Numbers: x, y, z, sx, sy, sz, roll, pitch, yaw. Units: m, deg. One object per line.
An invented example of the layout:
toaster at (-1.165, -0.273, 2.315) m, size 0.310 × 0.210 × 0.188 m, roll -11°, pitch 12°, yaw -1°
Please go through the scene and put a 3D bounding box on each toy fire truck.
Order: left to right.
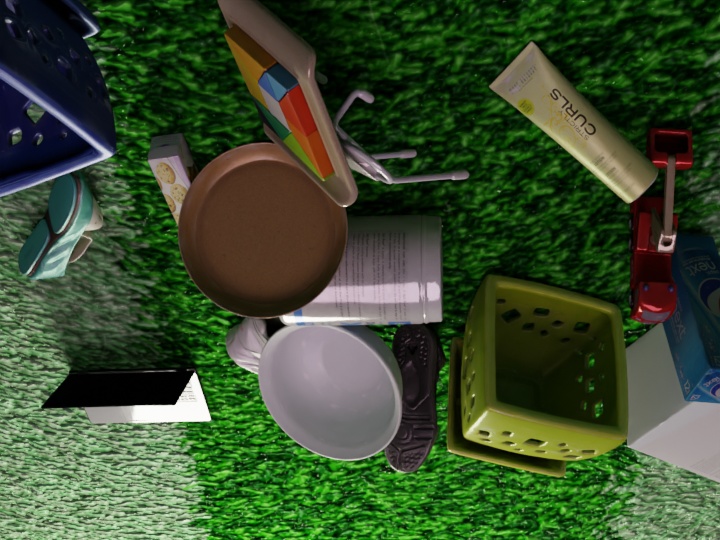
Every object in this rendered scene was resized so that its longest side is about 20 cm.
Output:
toy fire truck at (0.341, -0.048, 1.502) m, size 0.048 × 0.203 × 0.141 m, roll 2°, pitch 169°, yaw 2°

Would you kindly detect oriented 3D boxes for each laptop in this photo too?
laptop at (-0.323, 0.200, 1.854) m, size 0.185 × 0.117 × 0.201 m, roll -1°, pitch 140°, yaw 6°

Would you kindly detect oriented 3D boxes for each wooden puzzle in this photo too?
wooden puzzle at (-0.081, -0.178, 1.356) m, size 0.037 × 0.185 × 0.201 m, roll -32°, pitch 138°, yaw -15°

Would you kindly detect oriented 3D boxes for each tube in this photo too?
tube at (0.233, -0.155, 1.425) m, size 0.200 × 0.052 × 0.058 m, roll 42°, pitch 90°, yaw -6°

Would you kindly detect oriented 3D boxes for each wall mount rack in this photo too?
wall mount rack at (0.014, -0.137, 1.423) m, size 0.173 × 0.200 × 0.075 m, roll 39°, pitch 87°, yaw -32°

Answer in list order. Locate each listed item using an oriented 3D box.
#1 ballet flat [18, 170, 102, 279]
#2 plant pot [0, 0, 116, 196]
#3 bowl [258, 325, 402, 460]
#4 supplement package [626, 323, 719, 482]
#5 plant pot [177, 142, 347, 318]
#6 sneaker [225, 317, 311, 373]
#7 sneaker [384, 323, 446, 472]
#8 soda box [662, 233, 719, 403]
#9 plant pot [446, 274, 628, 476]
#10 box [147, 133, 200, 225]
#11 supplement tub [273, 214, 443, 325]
ballet flat at (-0.354, -0.057, 1.603) m, size 0.070 × 0.068 × 0.200 m, roll 0°, pitch 147°, yaw -36°
plant pot at (-0.374, -0.204, 1.307) m, size 0.198 × 0.182 × 0.200 m, roll -16°, pitch 155°, yaw 21°
bowl at (-0.025, 0.135, 1.692) m, size 0.199 × 0.090 × 0.203 m, roll 11°, pitch 119°, yaw 21°
supplement package at (0.469, 0.167, 1.741) m, size 0.198 × 0.152 × 0.152 m, roll 22°, pitch 137°, yaw -22°
plant pot at (-0.111, -0.045, 1.521) m, size 0.197 × 0.203 × 0.027 m, roll -2°, pitch 175°, yaw 6°
sneaker at (-0.076, 0.110, 1.767) m, size 0.198 × 0.078 × 0.099 m, roll 22°, pitch 133°, yaw -23°
sneaker at (0.076, 0.164, 1.758) m, size 0.075 × 0.202 × 0.114 m, roll 3°, pitch -175°, yaw 14°
soda box at (0.401, 0.055, 1.559) m, size 0.063 × 0.202 × 0.068 m, roll 5°, pitch 141°, yaw -15°
plant pot at (0.216, 0.149, 1.708) m, size 0.197 × 0.202 × 0.182 m, roll 14°, pitch 145°, yaw -14°
box at (-0.203, -0.079, 1.576) m, size 0.041 × 0.039 × 0.201 m, roll -5°, pitch 139°, yaw 10°
supplement tub at (0.000, 0.000, 1.587) m, size 0.197 × 0.133 × 0.133 m, roll 0°, pitch 140°, yaw 5°
